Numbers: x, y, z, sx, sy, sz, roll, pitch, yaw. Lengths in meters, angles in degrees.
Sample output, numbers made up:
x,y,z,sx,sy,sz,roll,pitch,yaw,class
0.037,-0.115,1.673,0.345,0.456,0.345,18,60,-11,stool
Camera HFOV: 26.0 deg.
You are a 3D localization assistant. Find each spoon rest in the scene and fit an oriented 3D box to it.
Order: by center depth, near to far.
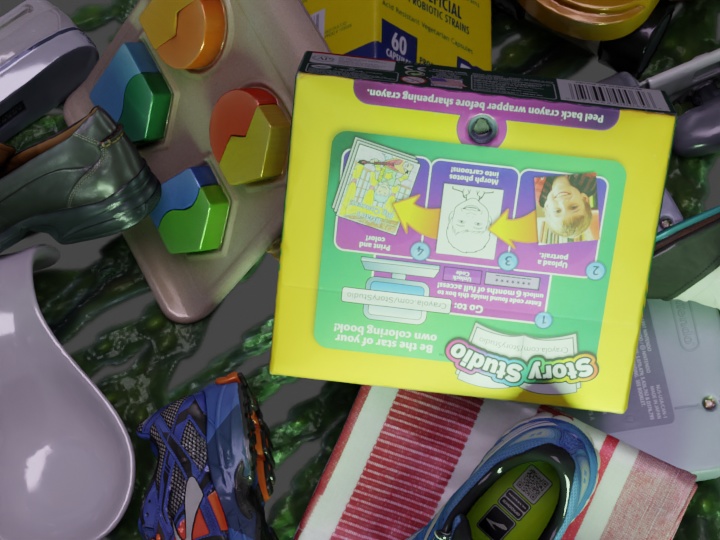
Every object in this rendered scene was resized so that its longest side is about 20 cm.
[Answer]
x,y,z,sx,sy,sz,roll,pitch,yaw,class
-0.193,0.073,0.935,0.099,0.061,0.200,-17,68,4,spoon rest

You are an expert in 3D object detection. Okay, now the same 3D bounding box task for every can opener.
x,y,z,sx,sy,sz,roll,pitch,yaw,class
0.169,-0.088,0.993,0.200,0.053,0.067,-24,70,-6,can opener

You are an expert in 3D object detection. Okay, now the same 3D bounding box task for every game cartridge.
x,y,z,sx,sy,sz,roll,pitch,yaw,class
0.152,0.037,0.956,0.133,0.040,0.200,-9,70,2,game cartridge

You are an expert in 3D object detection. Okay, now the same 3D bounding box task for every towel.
x,y,z,sx,sy,sz,roll,pitch,yaw,class
0.074,0.141,0.901,0.200,0.023,0.144,25,91,10,towel

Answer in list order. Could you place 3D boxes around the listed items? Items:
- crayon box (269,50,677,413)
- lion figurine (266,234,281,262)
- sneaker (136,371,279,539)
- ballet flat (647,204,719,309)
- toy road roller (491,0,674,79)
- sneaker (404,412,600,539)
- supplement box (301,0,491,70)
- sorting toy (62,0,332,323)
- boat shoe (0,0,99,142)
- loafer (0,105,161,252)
x,y,z,sx,sy,sz,roll,pitch,yaw,class
0.058,-0.020,0.852,0.199,0.058,0.173,7,111,1,crayon box
0.000,0.000,0.952,0.122,0.072,0.200,-34,77,28,lion figurine
-0.087,0.158,0.898,0.078,0.075,0.200,-14,53,8,sneaker
0.230,-0.021,0.930,0.200,0.068,0.068,-31,84,-23,ballet flat
0.173,-0.235,0.998,0.123,0.146,0.200,30,73,11,toy road roller
0.052,0.163,0.847,0.078,0.089,0.200,36,95,11,sneaker
0.009,-0.183,0.980,0.109,0.109,0.201,-18,63,41,supplement box
-0.100,-0.093,0.948,0.036,0.200,0.185,-7,61,-49,sorting toy
-0.274,-0.115,1.003,0.202,0.075,0.086,-38,73,-15,boat shoe
-0.223,-0.051,0.956,0.200,0.072,0.073,-14,28,13,loafer
